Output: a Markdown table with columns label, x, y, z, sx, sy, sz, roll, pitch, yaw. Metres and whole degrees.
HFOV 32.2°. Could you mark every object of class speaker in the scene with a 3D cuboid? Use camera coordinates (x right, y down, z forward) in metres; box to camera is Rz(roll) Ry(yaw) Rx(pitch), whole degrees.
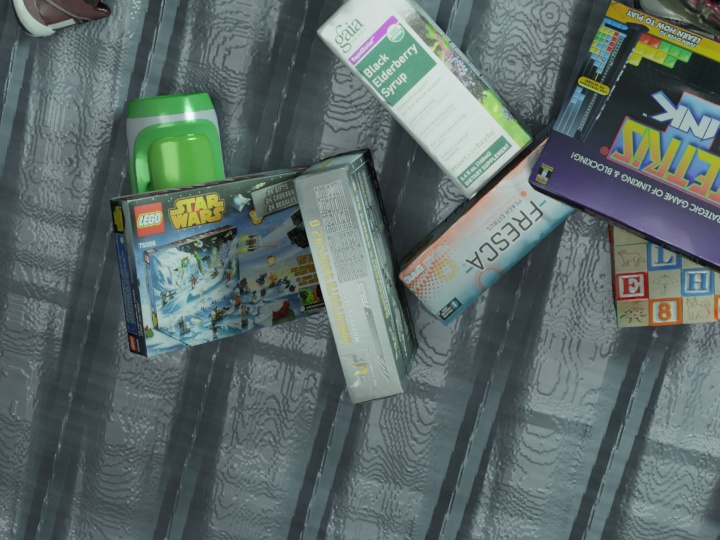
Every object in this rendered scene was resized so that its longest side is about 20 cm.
| label | x | y | z | sx | sy | sz | roll | pitch | yaw |
| --- | --- | --- | --- | --- | --- | --- | --- | --- | --- |
| speaker | -0.166 | -0.061 | 1.158 | 0.088 | 0.088 | 0.202 | -4 | 100 | 9 |

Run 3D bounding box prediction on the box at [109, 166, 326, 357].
| label | x | y | z | sx | sy | sz | roll | pitch | yaw |
| --- | --- | --- | --- | --- | --- | --- | --- | --- | --- |
| box | -0.121 | -0.012 | 1.120 | 0.040 | 0.199 | 0.138 | 9 | 108 | 52 |

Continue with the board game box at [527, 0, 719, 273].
| label | x | y | z | sx | sy | sz | roll | pitch | yaw |
| --- | --- | --- | --- | --- | --- | --- | --- | --- | --- |
| board game box | 0.261 | -0.104 | 1.018 | 0.199 | 0.057 | 0.166 | 25 | 91 | 14 |

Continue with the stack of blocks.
| label | x | y | z | sx | sy | sz | roll | pitch | yaw |
| --- | --- | --- | --- | --- | --- | --- | --- | --- | --- |
| stack of blocks | 0.320 | -0.019 | 1.091 | 0.198 | 0.059 | 0.116 | -4 | 120 | 9 |

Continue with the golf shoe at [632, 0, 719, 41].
| label | x | y | z | sx | sy | sz | roll | pitch | yaw |
| --- | --- | --- | --- | --- | --- | --- | --- | --- | --- |
| golf shoe | 0.311 | -0.167 | 1.078 | 0.092 | 0.073 | 0.200 | -42 | 83 | 20 |

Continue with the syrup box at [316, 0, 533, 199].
| label | x | y | z | sx | sy | sz | roll | pitch | yaw |
| --- | --- | --- | --- | --- | --- | --- | --- | --- | --- |
| syrup box | 0.059 | -0.167 | 1.106 | 0.079 | 0.081 | 0.200 | -42 | 94 | 14 |

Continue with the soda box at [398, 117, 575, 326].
| label | x | y | z | sx | sy | sz | roll | pitch | yaw |
| --- | --- | --- | --- | --- | --- | --- | --- | --- | --- |
| soda box | 0.127 | -0.044 | 1.128 | 0.200 | 0.064 | 0.068 | -43 | 97 | 14 |

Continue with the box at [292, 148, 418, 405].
| label | x | y | z | sx | sy | sz | roll | pitch | yaw |
| --- | --- | --- | --- | --- | --- | --- | --- | --- | --- |
| box | 0.000 | 0.000 | 1.109 | 0.048 | 0.158 | 0.201 | -13 | 100 | 11 |

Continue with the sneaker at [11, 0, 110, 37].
| label | x | y | z | sx | sy | sz | roll | pitch | yaw |
| --- | --- | --- | --- | --- | --- | --- | --- | --- | --- |
| sneaker | -0.270 | -0.320 | 1.136 | 0.115 | 0.076 | 0.201 | -8 | 110 | 5 |
